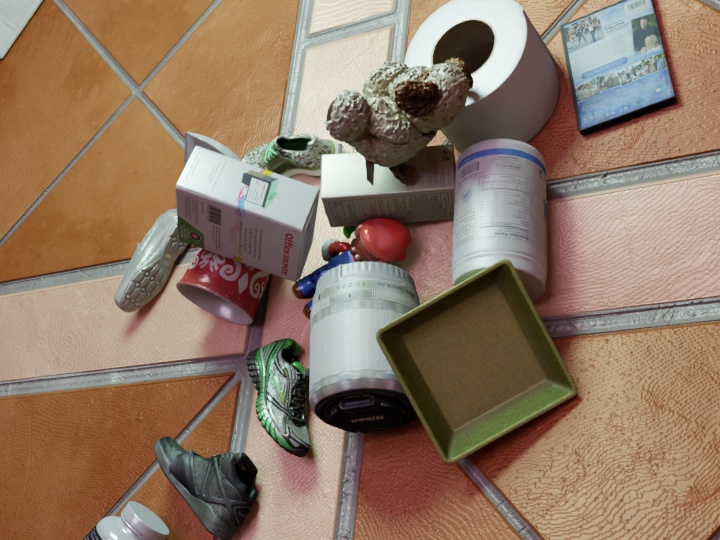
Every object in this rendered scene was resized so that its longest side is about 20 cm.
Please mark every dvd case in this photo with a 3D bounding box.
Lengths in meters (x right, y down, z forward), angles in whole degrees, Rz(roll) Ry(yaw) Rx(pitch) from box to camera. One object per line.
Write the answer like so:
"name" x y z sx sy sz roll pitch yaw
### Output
"dvd case" 0.370 -0.302 1.568 0.141 0.018 0.203 -18 57 25

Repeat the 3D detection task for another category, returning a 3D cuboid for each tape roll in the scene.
"tape roll" 0.181 -0.290 1.608 0.200 0.139 0.205 -16 58 26

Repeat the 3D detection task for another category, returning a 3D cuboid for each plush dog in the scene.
"plush dog" 0.074 -0.218 1.474 0.171 0.161 0.200 -30 8 40

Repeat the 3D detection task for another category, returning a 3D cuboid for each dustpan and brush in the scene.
"dustpan and brush" -0.213 -0.145 1.823 0.197 0.141 0.058 12 37 6

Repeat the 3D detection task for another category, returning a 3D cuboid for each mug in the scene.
"mug" -0.208 -0.037 1.735 0.176 0.133 0.202 12 69 35

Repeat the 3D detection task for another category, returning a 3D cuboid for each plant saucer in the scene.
"plant saucer" 0.148 0.115 1.399 0.198 0.048 0.202 -29 96 3

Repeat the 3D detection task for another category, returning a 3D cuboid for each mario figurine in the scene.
"mario figurine" 0.000 0.000 1.624 0.199 0.124 0.106 -37 11 21

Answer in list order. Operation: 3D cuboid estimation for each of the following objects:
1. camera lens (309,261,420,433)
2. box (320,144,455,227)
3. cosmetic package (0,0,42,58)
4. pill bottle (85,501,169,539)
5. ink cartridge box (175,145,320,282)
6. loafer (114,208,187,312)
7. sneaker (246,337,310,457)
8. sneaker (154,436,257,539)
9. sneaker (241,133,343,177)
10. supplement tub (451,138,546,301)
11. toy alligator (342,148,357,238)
"camera lens" 0.009 0.111 1.488 0.158 0.160 0.203 -16 57 25
"box" 0.044 -0.123 1.594 0.197 0.095 0.079 -3 64 6
"cosmetic package" -0.852 -0.622 2.448 0.164 0.165 0.201 28 82 41
"pill bottle" -0.371 0.444 1.588 0.112 0.112 0.201 36 88 40
"ink cartridge box" -0.166 -0.081 1.597 0.197 0.145 0.085 19 59 4
"loafer" -0.361 -0.019 1.866 0.069 0.070 0.201 21 70 44
"sneaker" -0.108 0.181 1.581 0.085 0.078 0.202 -31 52 14
"sneaker" -0.221 0.293 1.598 0.115 0.076 0.199 -49 53 -2
"sneaker" -0.126 -0.201 1.793 0.198 0.088 0.078 -4 63 32
"supplement tub" 0.191 -0.065 1.483 0.130 0.132 0.203 -10 61 28
"toy alligator" 0.003 -0.140 1.701 0.053 0.059 0.203 7 63 -8
